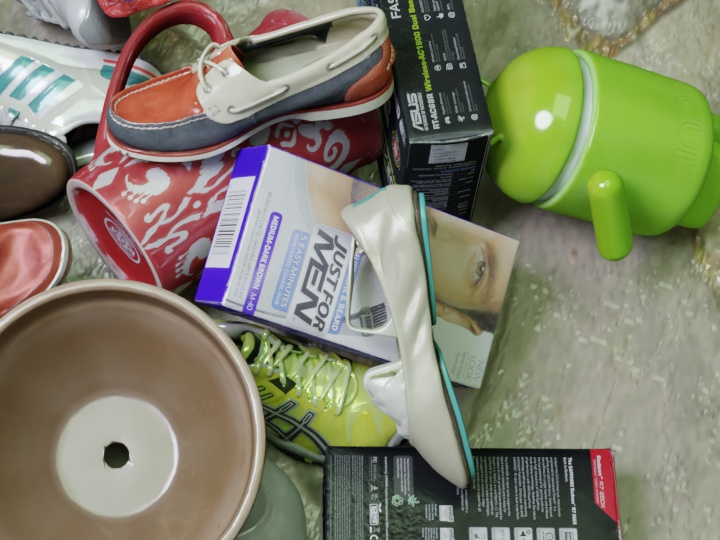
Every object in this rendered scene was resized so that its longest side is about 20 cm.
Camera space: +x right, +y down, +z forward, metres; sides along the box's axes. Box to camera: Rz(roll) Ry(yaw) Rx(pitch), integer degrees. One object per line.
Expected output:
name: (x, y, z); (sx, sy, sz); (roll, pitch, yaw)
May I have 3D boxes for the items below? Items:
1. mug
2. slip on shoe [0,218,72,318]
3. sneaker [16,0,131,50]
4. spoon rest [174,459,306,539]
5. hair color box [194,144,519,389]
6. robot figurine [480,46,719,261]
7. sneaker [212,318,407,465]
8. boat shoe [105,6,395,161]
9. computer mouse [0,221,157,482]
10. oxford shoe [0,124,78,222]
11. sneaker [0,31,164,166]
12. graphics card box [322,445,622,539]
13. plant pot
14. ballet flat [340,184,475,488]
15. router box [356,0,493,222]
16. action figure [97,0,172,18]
mug: (-0.113, -0.086, 1.107); (0.200, 0.134, 0.177); (-40, 52, -22)
slip on shoe: (-0.290, 0.009, 1.027); (0.198, 0.061, 0.075); (-13, 72, -6)
sneaker: (-0.228, -0.214, 1.182); (0.080, 0.071, 0.201); (-26, 36, -1)
spoon rest: (-0.070, 0.205, 1.005); (0.098, 0.061, 0.201); (-16, 51, -12)
hair color box: (0.000, 0.000, 1.041); (0.198, 0.065, 0.110); (19, 83, -25)
robot figurine: (0.173, -0.094, 1.113); (0.198, 0.116, 0.176); (13, 39, -20)
sneaker: (-0.054, 0.080, 1.051); (0.198, 0.077, 0.076); (10, 62, 3)
boat shoe: (-0.074, -0.125, 1.011); (0.198, 0.063, 0.072); (-13, 53, -4)
computer mouse: (-0.241, 0.053, 1.073); (0.138, 0.053, 0.201); (-34, 76, -9)
oxford shoe: (-0.301, -0.057, 1.094); (0.198, 0.084, 0.073); (-7, 106, 1)
sneaker: (-0.245, -0.118, 1.146); (0.197, 0.071, 0.094); (6, 57, -4)
graphics card box: (0.073, 0.183, 1.019); (0.198, 0.051, 0.127); (1, 63, -4)
plant pot: (-0.159, 0.114, 0.982); (0.198, 0.093, 0.203); (1, 75, -4)
ballet flat: (0.026, 0.046, 0.992); (0.069, 0.069, 0.202); (-11, 95, -9)
router box: (0.041, -0.138, 1.127); (0.061, 0.150, 0.202); (-7, 62, -6)
action figure: (-0.142, -0.235, 1.138); (0.098, 0.200, 0.066); (-21, 103, 18)
